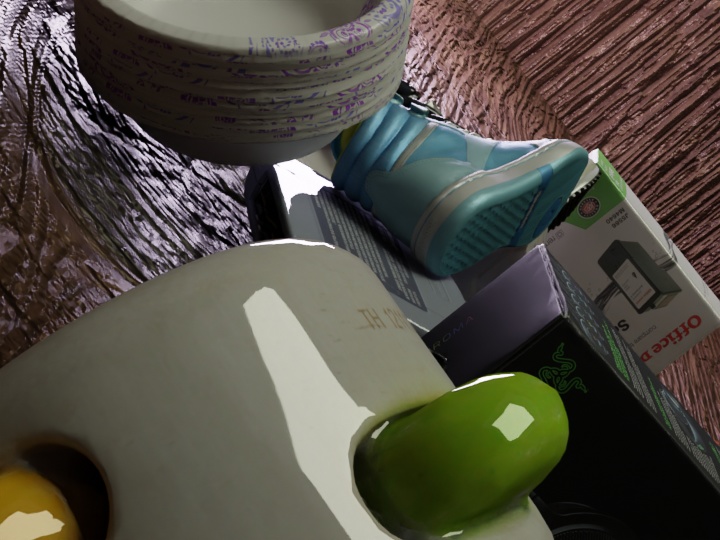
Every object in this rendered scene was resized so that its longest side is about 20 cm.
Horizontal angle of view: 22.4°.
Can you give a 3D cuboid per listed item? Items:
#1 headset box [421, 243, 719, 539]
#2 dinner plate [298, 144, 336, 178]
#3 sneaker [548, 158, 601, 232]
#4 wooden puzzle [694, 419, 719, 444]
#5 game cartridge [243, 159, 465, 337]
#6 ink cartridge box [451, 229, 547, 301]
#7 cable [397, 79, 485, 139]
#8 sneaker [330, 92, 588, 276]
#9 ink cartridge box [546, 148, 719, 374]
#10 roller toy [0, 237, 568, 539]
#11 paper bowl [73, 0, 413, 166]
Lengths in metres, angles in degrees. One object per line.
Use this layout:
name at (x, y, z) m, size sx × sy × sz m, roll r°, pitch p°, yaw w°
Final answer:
headset box at (0.082, 0.113, 0.905) m, size 0.200 × 0.174 × 0.093 m, roll 48°, pitch 13°, yaw -19°
dinner plate at (-0.020, -0.059, 1.345) m, size 0.200 × 0.024 × 0.200 m, roll 49°, pitch 15°, yaw -17°
sneaker at (0.133, -0.071, 1.621) m, size 0.199 × 0.070 × 0.093 m, roll -35°, pitch 77°, yaw -36°
wooden puzzle at (0.149, 0.076, 1.075) m, size 0.185 × 0.037 × 0.200 m, roll 46°, pitch 13°, yaw 7°
game cartridge at (0.000, 0.000, 1.064) m, size 0.132 × 0.041 × 0.200 m, roll 25°, pitch 17°, yaw -17°
ink cartridge box at (0.090, 0.014, 1.302) m, size 0.067 × 0.118 × 0.200 m, roll 10°, pitch 9°, yaw 9°
cable at (0.053, -0.085, 1.412) m, size 0.162 × 0.051 × 0.200 m, roll 23°, pitch -21°, yaw 13°
sneaker at (0.058, -0.073, 1.151) m, size 0.130 × 0.080 × 0.200 m, roll 38°, pitch 26°, yaw 19°
ink cartridge box at (0.234, 0.009, 1.748) m, size 0.200 × 0.145 × 0.084 m, roll 50°, pitch 13°, yaw -5°
roller toy at (-0.050, 0.084, 0.529) m, size 0.140 × 0.199 × 0.183 m, roll 55°, pitch -21°, yaw 14°
paper bowl at (-0.071, -0.138, 1.081) m, size 0.201 × 0.199 × 0.105 m, roll -113°, pitch -157°, yaw -49°
